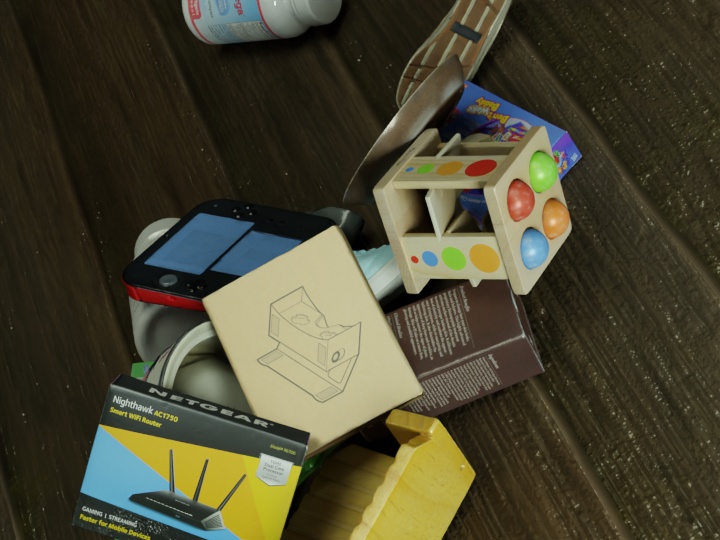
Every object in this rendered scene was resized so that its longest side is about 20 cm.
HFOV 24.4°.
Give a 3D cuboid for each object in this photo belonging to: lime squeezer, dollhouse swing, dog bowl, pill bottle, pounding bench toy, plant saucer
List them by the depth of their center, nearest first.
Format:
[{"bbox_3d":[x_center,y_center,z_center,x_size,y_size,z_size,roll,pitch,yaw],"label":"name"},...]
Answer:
[{"bbox_3d":[-0.019,0.230,1.600,0.175,0.182,0.200,21,69,31],"label":"dollhouse swing"},{"bbox_3d":[0.139,-0.081,1.691,0.155,0.125,0.200,0,33,33],"label":"pounding bench toy"},{"bbox_3d":[-0.073,0.187,1.701,0.038,0.199,0.071,-42,60,58],"label":"lime squeezer"},{"bbox_3d":[-0.147,0.153,1.728,0.074,0.200,0.201,-20,44,44],"label":"dog bowl"},{"bbox_3d":[0.054,-0.144,1.789,0.032,0.200,0.200,37,78,6],"label":"plant saucer"},{"bbox_3d":[-0.209,0.025,1.910,0.114,0.114,0.200,-33,31,8],"label":"pill bottle"},{"bbox_3d":[-0.128,-0.356,2.176,0.199,0.109,0.109,0,56,35],"label":"pill bottle"}]

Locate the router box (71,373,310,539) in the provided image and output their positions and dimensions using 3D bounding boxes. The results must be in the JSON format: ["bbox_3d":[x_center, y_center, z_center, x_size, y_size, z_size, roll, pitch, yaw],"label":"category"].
[{"bbox_3d":[-0.163,0.202,1.610,0.051,0.199,0.150,-74,0,-80],"label":"router box"}]

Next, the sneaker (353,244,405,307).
[{"bbox_3d":[0.000,0.000,1.778,0.082,0.074,0.200,44,56,14],"label":"sneaker"}]

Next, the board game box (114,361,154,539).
[{"bbox_3d":[-0.222,0.217,1.760,0.029,0.135,0.201,-5,51,11],"label":"board game box"}]

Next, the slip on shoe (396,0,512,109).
[{"bbox_3d":[0.114,-0.265,1.977,0.076,0.061,0.201,30,91,9],"label":"slip on shoe"}]

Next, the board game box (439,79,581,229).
[{"bbox_3d":[0.131,-0.128,1.860,0.135,0.045,0.200,-47,44,-7],"label":"board game box"}]

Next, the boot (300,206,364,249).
[{"bbox_3d":[-0.040,0.023,1.850,0.164,0.066,0.201,6,56,36],"label":"boot"}]

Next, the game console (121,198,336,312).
[{"bbox_3d":[-0.145,-0.017,1.818,0.176,0.031,0.200,7,34,29],"label":"game console"}]

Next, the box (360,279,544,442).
[{"bbox_3d":[0.076,0.085,1.694,0.199,0.075,0.100,-23,46,12],"label":"box"}]

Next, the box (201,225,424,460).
[{"bbox_3d":[-0.049,0.076,1.666,0.163,0.021,0.201,-29,69,6],"label":"box"}]
